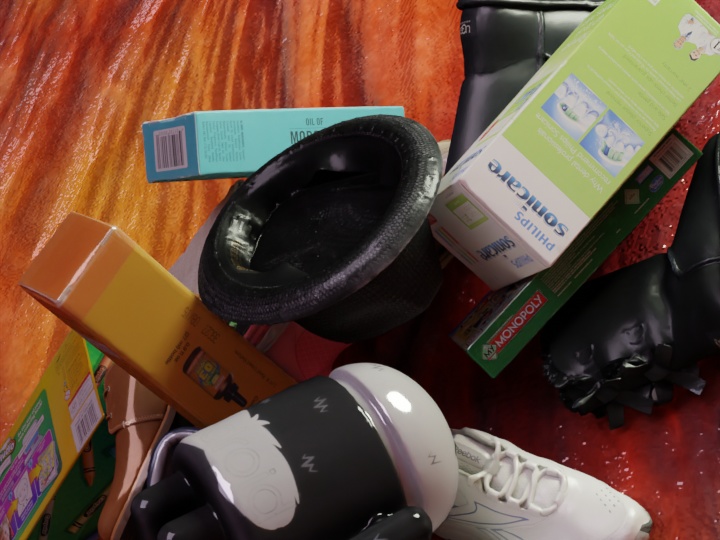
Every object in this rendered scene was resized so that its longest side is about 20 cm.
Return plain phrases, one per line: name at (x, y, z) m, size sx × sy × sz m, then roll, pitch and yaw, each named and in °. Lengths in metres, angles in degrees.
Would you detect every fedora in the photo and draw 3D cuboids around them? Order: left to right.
fedora at (-0.010, -0.013, 1.196) m, size 0.200 × 0.092 × 0.201 m, roll -27°, pitch 34°, yaw 21°

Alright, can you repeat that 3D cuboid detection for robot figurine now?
robot figurine at (-0.036, 0.138, 1.107) m, size 0.200 × 0.125 × 0.150 m, roll -24°, pitch 70°, yaw -21°

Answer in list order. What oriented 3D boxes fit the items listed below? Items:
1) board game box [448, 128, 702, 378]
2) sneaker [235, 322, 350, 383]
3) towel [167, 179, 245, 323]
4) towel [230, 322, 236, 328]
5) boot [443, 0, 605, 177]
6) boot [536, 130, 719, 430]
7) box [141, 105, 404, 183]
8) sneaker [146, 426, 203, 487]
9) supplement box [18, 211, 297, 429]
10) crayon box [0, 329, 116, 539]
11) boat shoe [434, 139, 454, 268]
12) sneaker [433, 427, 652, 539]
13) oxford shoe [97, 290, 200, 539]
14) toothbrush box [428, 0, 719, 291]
board game box at (0.143, -0.014, 1.241) m, size 0.200 × 0.029 × 0.135 m, roll -47°, pitch 4°, yaw 0°
sneaker at (0.000, 0.000, 1.314) m, size 0.200 × 0.087 × 0.074 m, roll -48°, pitch 12°, yaw -9°
towel at (-0.135, 0.030, 1.439) m, size 0.200 × 0.034 × 0.133 m, roll -48°, pitch 25°, yaw 41°
towel at (-0.072, -0.010, 1.430) m, size 0.153 × 0.023 × 0.200 m, roll -63°, pitch 18°, yaw -14°
boot at (0.154, -0.123, 1.337) m, size 0.076 × 0.200 × 0.169 m, roll -171°, pitch 83°, yaw -66°
boot at (0.202, 0.003, 1.206) m, size 0.162 × 0.073 × 0.199 m, roll -28°, pitch 36°, yaw 33°
box at (-0.066, -0.099, 1.428) m, size 0.082 × 0.200 × 0.049 m, roll -3°, pitch 91°, yaw 54°
sneaker at (-0.080, 0.193, 1.206) m, size 0.070 × 0.109 × 0.200 m, roll -30°, pitch 69°, yaw -6°
supplement box at (-0.132, 0.046, 1.221) m, size 0.069 × 0.200 × 0.067 m, roll 17°, pitch 68°, yaw 54°
crayon box at (-0.231, 0.151, 1.417) m, size 0.200 × 0.058 × 0.119 m, roll -56°, pitch 34°, yaw 24°
boat shoe at (0.029, -0.014, 1.368) m, size 0.200 × 0.074 × 0.069 m, roll -50°, pitch 33°, yaw -6°
sneaker at (0.095, 0.146, 1.160) m, size 0.200 × 0.087 × 0.075 m, roll 9°, pitch 56°, yaw 44°
oxford shoe at (-0.158, 0.106, 1.309) m, size 0.071 × 0.071 × 0.201 m, roll 13°, pitch 70°, yaw 9°
toothbrush box at (0.140, -0.091, 1.210) m, size 0.200 × 0.086 × 0.146 m, roll -49°, pitch 3°, yaw -11°
